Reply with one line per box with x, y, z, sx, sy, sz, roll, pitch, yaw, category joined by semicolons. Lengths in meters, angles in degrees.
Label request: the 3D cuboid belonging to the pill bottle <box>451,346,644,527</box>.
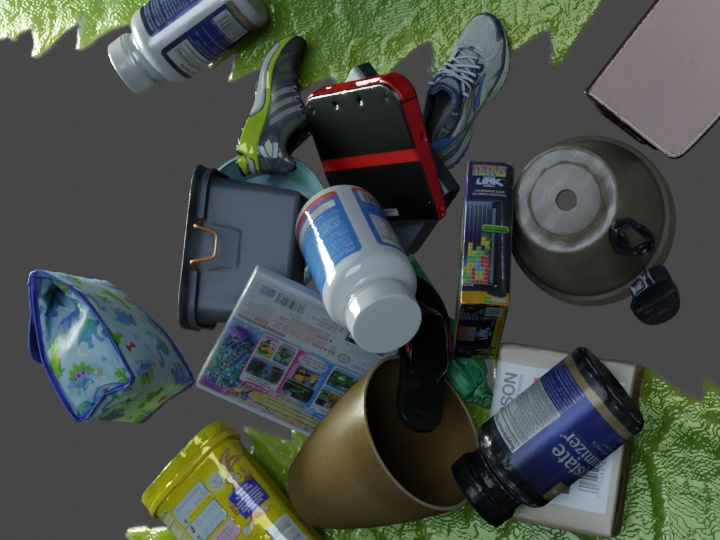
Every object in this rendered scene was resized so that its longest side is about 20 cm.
0.200;0.185;1.446;0.200;0.112;0.112;-41;72;12;pill bottle

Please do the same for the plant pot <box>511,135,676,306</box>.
0.250;-0.067;1.505;0.198;0.173;0.203;-2;83;18;plant pot

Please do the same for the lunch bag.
-0.333;0.091;1.701;0.127;0.170;0.201;-35;74;12;lunch bag

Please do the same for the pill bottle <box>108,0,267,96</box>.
-0.230;-0.318;1.744;0.199;0.111;0.112;-33;74;13;pill bottle

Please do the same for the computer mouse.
0.311;-0.002;1.472;0.058;0.200;0.034;-29;48;6;computer mouse

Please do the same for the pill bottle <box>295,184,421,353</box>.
0.000;0.000;1.529;0.112;0.112;0.201;-38;40;12;pill bottle

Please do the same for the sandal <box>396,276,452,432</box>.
0.076;0.090;1.524;0.074;0.045;0.202;14;52;-18;sandal

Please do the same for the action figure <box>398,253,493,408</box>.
0.089;0.093;1.608;0.118;0.055;0.200;-45;78;8;action figure

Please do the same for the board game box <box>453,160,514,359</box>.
0.138;-0.007;1.504;0.056;0.200;0.167;2;69;2;board game box

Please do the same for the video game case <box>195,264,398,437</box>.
-0.074;0.108;1.598;0.198;0.024;0.183;25;117;-11;video game case

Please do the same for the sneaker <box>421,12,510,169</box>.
0.123;-0.222;1.617;0.076;0.085;0.202;20;90;21;sneaker

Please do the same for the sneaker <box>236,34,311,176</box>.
-0.094;-0.206;1.693;0.080;0.074;0.202;11;73;10;sneaker

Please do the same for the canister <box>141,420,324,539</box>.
-0.158;0.312;1.655;0.149;0.086;0.200;-47;72;9;canister

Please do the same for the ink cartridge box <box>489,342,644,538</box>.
0.231;0.194;1.533;0.163;0.075;0.203;7;87;20;ink cartridge box

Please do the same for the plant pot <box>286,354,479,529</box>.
0.009;0.224;1.563;0.199;0.185;0.188;-33;72;38;plant pot

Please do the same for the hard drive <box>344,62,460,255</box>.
0.033;-0.134;1.627;0.201;0.033;0.140;55;143;17;hard drive

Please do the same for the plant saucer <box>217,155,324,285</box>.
-0.124;-0.052;1.713;0.198;0.036;0.203;-2;83;19;plant saucer

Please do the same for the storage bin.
-0.139;-0.023;1.631;0.133;0.146;0.203;4;85;10;storage bin

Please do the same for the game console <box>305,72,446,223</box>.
0.016;-0.142;1.597;0.199;0.031;0.179;0;113;54;game console

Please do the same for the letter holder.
0.379;-0.233;1.518;0.142;0.100;0.201;40;98;18;letter holder
